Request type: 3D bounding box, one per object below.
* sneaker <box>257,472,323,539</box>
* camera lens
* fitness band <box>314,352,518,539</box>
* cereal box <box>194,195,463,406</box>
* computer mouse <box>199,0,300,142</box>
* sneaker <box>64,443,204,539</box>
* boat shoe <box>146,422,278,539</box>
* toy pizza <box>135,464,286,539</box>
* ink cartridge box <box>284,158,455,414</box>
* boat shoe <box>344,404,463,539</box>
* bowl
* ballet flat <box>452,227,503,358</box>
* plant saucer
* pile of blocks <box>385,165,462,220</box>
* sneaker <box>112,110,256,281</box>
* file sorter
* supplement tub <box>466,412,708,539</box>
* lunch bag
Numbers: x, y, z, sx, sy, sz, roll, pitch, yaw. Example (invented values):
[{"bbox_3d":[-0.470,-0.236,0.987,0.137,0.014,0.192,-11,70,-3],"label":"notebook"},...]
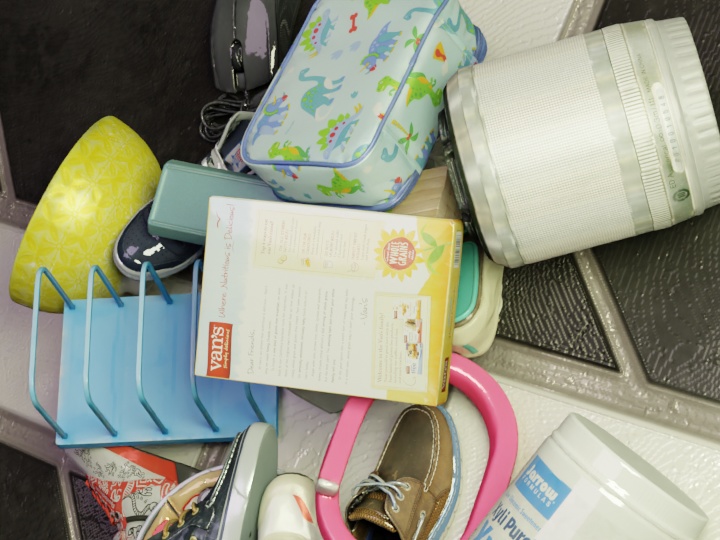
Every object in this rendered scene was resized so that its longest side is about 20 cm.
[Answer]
[{"bbox_3d":[-0.052,0.260,1.384,0.070,0.093,0.200,-1,84,9],"label":"sneaker"},{"bbox_3d":[0.169,-0.098,1.349,0.199,0.160,0.160,-15,60,9],"label":"camera lens"},{"bbox_3d":[0.045,0.152,1.370,0.143,0.037,0.200,21,59,2],"label":"fitness band"},{"bbox_3d":[-0.026,0.022,1.361,0.199,0.040,0.144,7,94,15],"label":"cereal box"},{"bbox_3d":[-0.105,-0.232,1.712,0.138,0.053,0.201,-11,64,34],"label":"computer mouse"},{"bbox_3d":[-0.213,0.215,1.582,0.201,0.067,0.108,13,76,37],"label":"sneaker"},{"bbox_3d":[-0.132,0.215,1.432,0.091,0.071,0.201,11,80,16],"label":"boat shoe"},{"bbox_3d":[-0.107,0.258,1.468,0.200,0.032,0.201,-5,71,16],"label":"toy pizza"},{"bbox_3d":[0.000,0.000,1.509,0.146,0.083,0.200,-26,56,25],"label":"ink cartridge box"},{"bbox_3d":[0.028,0.197,1.406,0.072,0.072,0.201,1,72,35],"label":"boat shoe"},{"bbox_3d":[-0.236,-0.035,1.666,0.107,0.200,0.201,27,87,4],"label":"bowl"},{"bbox_3d":[0.097,-0.015,1.454,0.069,0.069,0.200,-12,49,32],"label":"ballet flat"},{"bbox_3d":[-0.095,-0.049,1.504,0.199,0.019,0.070,12,82,26],"label":"plant saucer"},{"bbox_3d":[0.002,-0.011,1.424,0.200,0.062,0.082,-29,39,14],"label":"pile of blocks"},{"bbox_3d":[-0.135,-0.072,1.571,0.200,0.109,0.070,-35,78,-22],"label":"sneaker"},{"bbox_3d":[-0.178,0.069,1.534,0.199,0.123,0.139,-3,68,6],"label":"file sorter"},{"bbox_3d":[0.142,0.218,1.274,0.200,0.132,0.132,-54,49,5],"label":"supplement tub"},{"bbox_3d":[0.000,-0.145,1.438,0.160,0.082,0.200,5,60,40],"label":"lunch bag"}]
